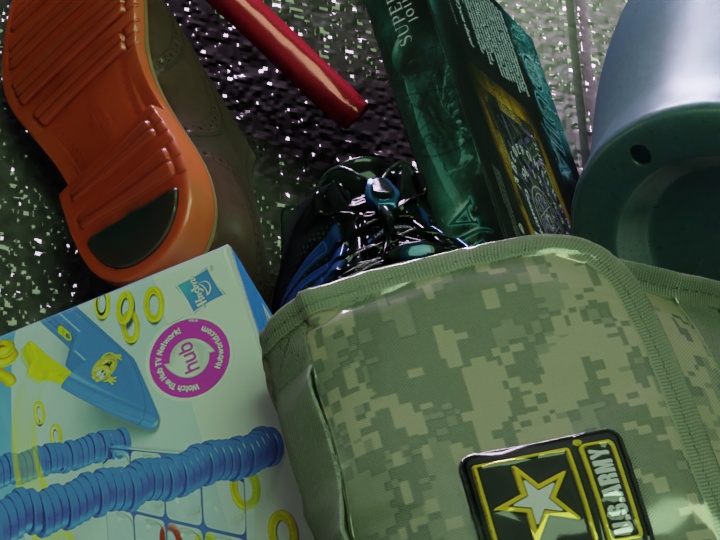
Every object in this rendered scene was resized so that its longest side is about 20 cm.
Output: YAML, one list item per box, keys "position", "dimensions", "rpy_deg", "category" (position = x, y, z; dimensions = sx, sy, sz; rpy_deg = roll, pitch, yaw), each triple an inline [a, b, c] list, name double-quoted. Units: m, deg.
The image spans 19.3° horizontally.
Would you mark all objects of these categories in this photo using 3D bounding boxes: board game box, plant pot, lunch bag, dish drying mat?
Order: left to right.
- position: [-0.094, 0.120, 0.620]
  dimensions: [0.195, 0.056, 0.201]
  rpy_deg: [-22, 61, 3]
  category: "board game box"
- position: [-0.074, -0.129, 0.852]
  dimensions: [0.200, 0.077, 0.018]
  rpy_deg: [44, 93, -2]
  category: "dish drying mat"
- position: [0.057, -0.036, 0.828]
  dimensions: [0.135, 0.028, 0.201]
  rpy_deg: [37, 31, -54]
  category: "board game box"
- position: [0.072, 0.086, 0.594]
  dimensions: [0.199, 0.118, 0.165]
  rpy_deg: [12, 49, -38]
  category: "lunch bag"
- position: [0.174, -0.051, 0.818]
  dimensions: [0.199, 0.200, 0.188]
  rpy_deg: [36, 46, 5]
  category: "plant pot"

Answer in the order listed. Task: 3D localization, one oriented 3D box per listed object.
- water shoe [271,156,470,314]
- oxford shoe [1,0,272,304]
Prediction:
- position: [0.000, 0.000, 0.720]
  dimensions: [0.071, 0.200, 0.080]
  rpy_deg: [-8, 87, -14]
  category: "water shoe"
- position: [-0.086, -0.059, 0.824]
  dimensions: [0.072, 0.071, 0.201]
  rpy_deg: [32, 30, -46]
  category: "oxford shoe"
